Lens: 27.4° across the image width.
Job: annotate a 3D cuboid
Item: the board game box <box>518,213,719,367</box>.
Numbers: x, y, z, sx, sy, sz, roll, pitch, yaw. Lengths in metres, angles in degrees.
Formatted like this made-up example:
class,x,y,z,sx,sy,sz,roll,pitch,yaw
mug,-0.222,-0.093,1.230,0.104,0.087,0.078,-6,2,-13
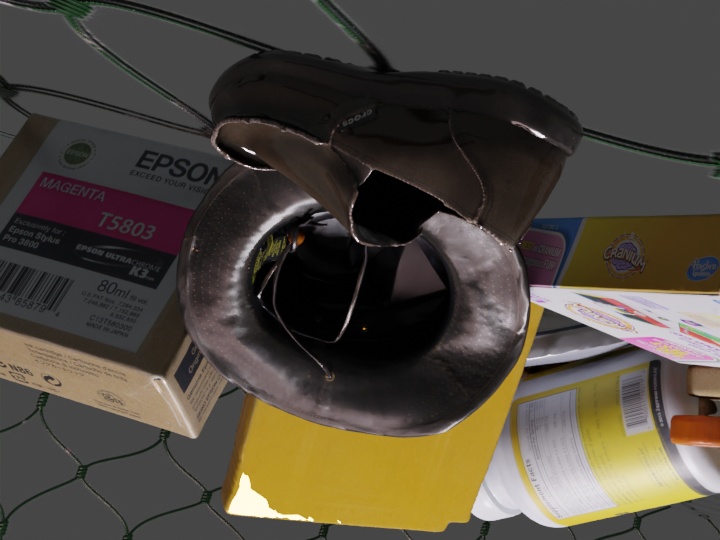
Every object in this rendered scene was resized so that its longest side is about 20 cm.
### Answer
class,x,y,z,sx,sy,sz,roll,pitch,yaw
board game box,0.184,0.015,0.789,0.152,0.041,0.200,22,171,-27

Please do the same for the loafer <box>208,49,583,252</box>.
class,x,y,z,sx,sy,sz,roll,pitch,yaw
loafer,0.000,-0.049,0.642,0.199,0.072,0.073,9,169,45

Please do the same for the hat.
class,x,y,z,sx,sy,sz,roll,pitch,yaw
hat,0.000,0.000,0.847,0.199,0.202,0.081,17,-151,2

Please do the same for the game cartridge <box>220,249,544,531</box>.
class,x,y,z,sx,sy,sz,roll,pitch,yaw
game cartridge,0.014,0.078,0.962,0.175,0.201,0.032,8,-153,-19

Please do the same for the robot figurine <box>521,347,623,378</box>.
class,x,y,z,sx,sy,sz,roll,pitch,yaw
robot figurine,0.136,0.064,1.163,0.199,0.059,0.145,24,170,-33

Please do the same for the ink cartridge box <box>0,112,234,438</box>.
class,x,y,z,sx,sy,sz,roll,pitch,yaw
ink cartridge box,-0.159,-0.002,0.934,0.199,0.165,0.075,13,148,23

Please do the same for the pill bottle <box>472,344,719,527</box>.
class,x,y,z,sx,sy,sz,roll,pitch,yaw
pill bottle,0.166,0.120,1.054,0.199,0.113,0.112,-20,150,35

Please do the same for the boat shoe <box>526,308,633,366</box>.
class,x,y,z,sx,sy,sz,roll,pitch,yaw
boat shoe,0.093,0.035,1.025,0.198,0.066,0.074,-7,173,9

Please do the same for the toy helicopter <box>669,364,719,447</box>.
class,x,y,z,sx,sy,sz,roll,pitch,yaw
toy helicopter,0.295,0.076,0.937,0.199,0.080,0.132,10,170,-42
